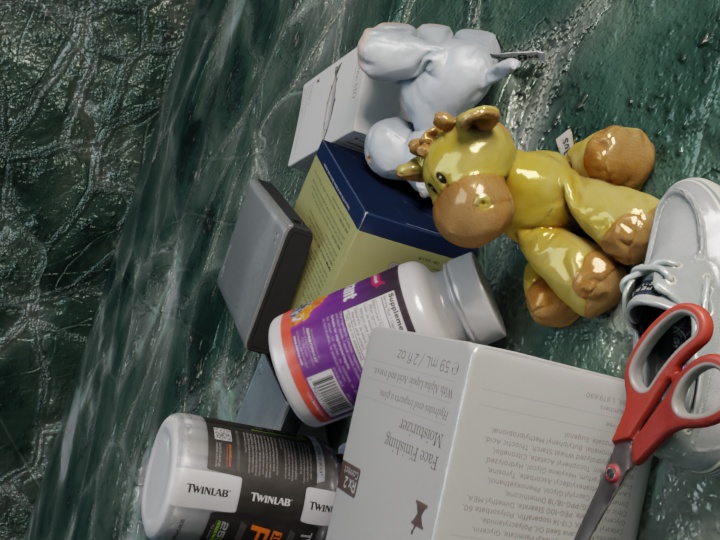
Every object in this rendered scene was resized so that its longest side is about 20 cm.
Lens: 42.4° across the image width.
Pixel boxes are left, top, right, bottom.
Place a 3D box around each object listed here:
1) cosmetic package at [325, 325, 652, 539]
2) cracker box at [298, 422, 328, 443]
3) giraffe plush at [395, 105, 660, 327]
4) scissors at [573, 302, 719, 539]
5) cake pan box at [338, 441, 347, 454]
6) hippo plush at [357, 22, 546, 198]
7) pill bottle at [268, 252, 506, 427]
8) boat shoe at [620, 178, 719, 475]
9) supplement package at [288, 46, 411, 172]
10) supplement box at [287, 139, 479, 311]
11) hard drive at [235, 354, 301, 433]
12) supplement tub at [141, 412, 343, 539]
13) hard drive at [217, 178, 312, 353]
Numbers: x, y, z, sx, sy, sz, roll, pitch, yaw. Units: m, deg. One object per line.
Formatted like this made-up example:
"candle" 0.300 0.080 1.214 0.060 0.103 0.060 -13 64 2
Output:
"cosmetic package" 0.089 0.159 0.679 0.165 0.164 0.202 1 77 67
"cracker box" -0.087 0.258 1.143 0.134 0.057 0.201 -59 27 31
"giraffe plush" 0.122 -0.066 0.744 0.173 0.161 0.201 -58 29 34
"scissors" 0.158 0.109 0.566 0.201 0.014 0.073 -60 41 30
"cake pan box" 0.040 0.225 0.892 0.200 0.052 0.185 -47 38 47
"hippo plush" 0.086 -0.162 0.963 0.199 0.159 0.162 17 115 26
"pill bottle" 0.026 0.059 0.850 0.199 0.112 0.112 -23 43 11
"boat shoe" 0.207 0.026 0.597 0.070 0.071 0.202 -34 46 56
"supplement package" 0.009 -0.182 1.122 0.200 0.117 0.118 -14 63 63
"supplement box" 0.000 0.000 1.009 0.201 0.133 0.200 -65 25 21
"hard drive" -0.127 0.218 1.144 0.201 0.033 0.140 -68 24 14
"supplement tub" -0.103 0.215 0.910 0.122 0.199 0.123 -166 90 -68
"hard drive" -0.111 -0.011 1.039 0.140 0.033 0.200 -70 22 13
